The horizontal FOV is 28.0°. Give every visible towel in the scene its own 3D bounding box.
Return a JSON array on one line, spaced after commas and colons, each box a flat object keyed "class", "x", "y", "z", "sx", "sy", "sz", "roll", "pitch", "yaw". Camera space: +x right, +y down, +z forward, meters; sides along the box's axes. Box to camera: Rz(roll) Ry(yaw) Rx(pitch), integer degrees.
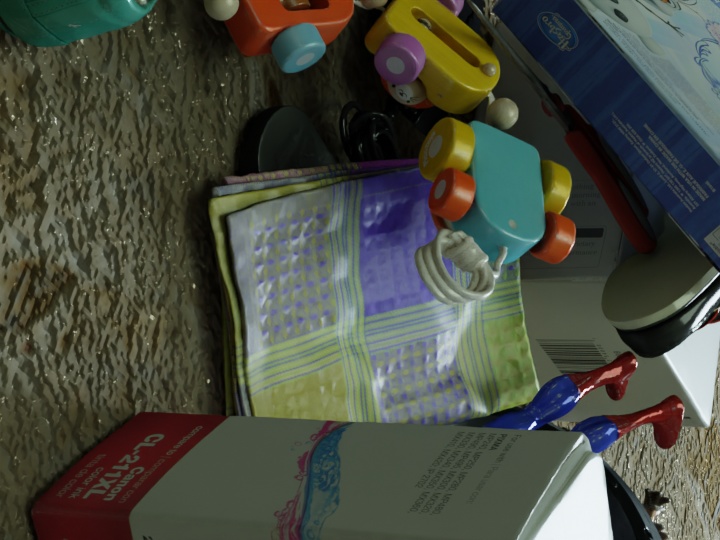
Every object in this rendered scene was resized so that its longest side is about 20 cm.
[{"class": "towel", "x": 0.012, "y": 0.018, "z": 0.703, "sx": 0.200, "sy": 0.023, "sz": 0.144, "roll": -10, "pitch": 100, "yaw": -38}]

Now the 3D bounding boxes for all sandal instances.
[{"class": "sandal", "x": 0.000, "y": 0.000, "z": 0.731, "sx": 0.200, "sy": 0.045, "sz": 0.075, "roll": 61, "pitch": 39, "yaw": -42}]

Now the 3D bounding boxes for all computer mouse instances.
[{"class": "computer mouse", "x": 0.049, "y": -0.101, "z": 0.803, "sx": 0.141, "sy": 0.046, "sz": 0.200, "roll": 59, "pitch": 34, "yaw": -44}]

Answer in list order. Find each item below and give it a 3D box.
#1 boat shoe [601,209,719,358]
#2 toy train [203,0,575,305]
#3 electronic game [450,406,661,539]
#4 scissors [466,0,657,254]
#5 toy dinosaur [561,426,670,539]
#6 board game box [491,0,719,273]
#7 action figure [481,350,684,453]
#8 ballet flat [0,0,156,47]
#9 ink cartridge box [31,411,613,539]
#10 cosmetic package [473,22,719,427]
[{"class": "boat shoe", "x": 0.190, "y": 0.002, "z": 0.803, "sx": 0.201, "sy": 0.074, "sz": 0.063, "roll": -41, "pitch": 113, "yaw": -56}, {"class": "toy train", "x": 0.010, "y": -0.068, "z": 0.661, "sx": 0.150, "sy": 0.056, "sz": 0.200, "roll": -21, "pitch": 75, "yaw": -43}, {"class": "electronic game", "x": 0.065, "y": 0.140, "z": 0.720, "sx": 0.200, "sy": 0.200, "sz": 0.042, "roll": -54, "pitch": 170, "yaw": -48}, {"class": "scissors", "x": 0.102, "y": -0.082, "z": 0.745, "sx": 0.200, "sy": 0.014, "sz": 0.073, "roll": 46, "pitch": 25, "yaw": -33}, {"class": "toy dinosaur", "x": 0.145, "y": 0.204, "z": 0.972, "sx": 0.136, "sy": 0.086, "sz": 0.200, "roll": -57, "pitch": 155, "yaw": -31}, {"class": "board game box", "x": 0.186, "y": -0.088, "z": 0.774, "sx": 0.200, "sy": 0.043, "sz": 0.199, "roll": 51, "pitch": 33, "yaw": 10}, {"class": "action figure", "x": 0.063, "y": 0.094, "z": 0.700, "sx": 0.200, "sy": 0.065, "sz": 0.052, "roll": -14, "pitch": 137, "yaw": -29}, {"class": "ballet flat", "x": -0.073, "y": -0.157, "z": 0.570, "sx": 0.067, "sy": 0.070, "sz": 0.200, "roll": 65, "pitch": 36, "yaw": -37}, {"class": "ink cartridge box", "x": -0.008, "y": 0.138, "z": 0.549, "sx": 0.083, "sy": 0.200, "sz": 0.146, "roll": -40, "pitch": 123, "yaw": -56}, {"class": "cosmetic package", "x": 0.157, "y": -0.030, "z": 0.942, "sx": 0.199, "sy": 0.123, "sz": 0.200, "roll": 49, "pitch": 49, "yaw": -48}]
